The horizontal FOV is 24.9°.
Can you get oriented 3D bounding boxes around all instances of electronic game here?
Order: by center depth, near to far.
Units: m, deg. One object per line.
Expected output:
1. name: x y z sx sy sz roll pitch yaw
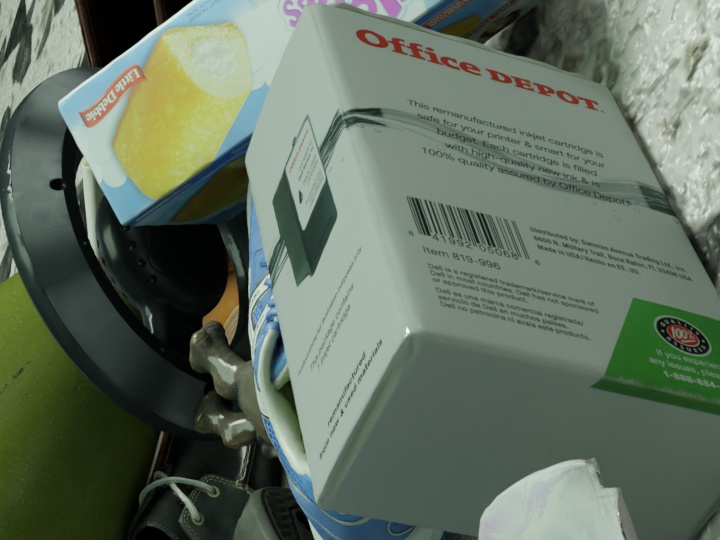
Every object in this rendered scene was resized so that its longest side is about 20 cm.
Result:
1. electronic game: -0.100 -0.010 0.815 0.041 0.199 0.202 -29 48 30

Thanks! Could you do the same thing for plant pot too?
1. plant pot: -0.183 0.101 0.833 0.201 0.187 0.187 -57 17 -21

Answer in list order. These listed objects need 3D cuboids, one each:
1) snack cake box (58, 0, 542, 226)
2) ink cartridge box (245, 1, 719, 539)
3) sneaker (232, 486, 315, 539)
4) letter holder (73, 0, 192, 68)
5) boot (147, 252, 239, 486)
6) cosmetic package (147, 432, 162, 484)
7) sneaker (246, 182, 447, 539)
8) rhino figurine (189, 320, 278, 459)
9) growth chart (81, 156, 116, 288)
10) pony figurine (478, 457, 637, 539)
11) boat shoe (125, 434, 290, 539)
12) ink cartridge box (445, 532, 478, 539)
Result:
1. snack cake box: -0.024 -0.100 0.744 0.199 0.115 0.068 -33 80 18
2. ink cartridge box: 0.045 -0.001 0.606 0.201 0.145 0.083 -104 35 -49
3. sneaker: -0.023 0.183 0.652 0.200 0.076 0.115 -124 50 -63
4. letter holder: -0.074 -0.167 0.941 0.200 0.100 0.143 -61 -28 -51
5. boot: -0.100 0.090 0.967 0.202 0.076 0.155 -67 27 15
6. cosmetic package: -0.168 0.138 1.005 0.200 0.070 0.103 79 -161 -80
7. sneaker: -0.008 0.023 0.664 0.077 0.075 0.201 62 -170 -58
8. rhino figurine: 0.000 0.000 0.751 0.087 0.060 0.201 24 77 36
9. growth chart: -0.127 -0.035 1.002 0.200 0.018 0.146 -33 -56 -74
10. pony figurine: 0.056 0.144 0.434 0.193 0.198 0.168 -17 62 63
11. boat shoe: -0.082 0.128 0.825 0.071 0.068 0.202 -1 64 24
12. ink cartridge box: 0.028 0.151 0.693 0.200 0.040 0.201 -57 30 37
